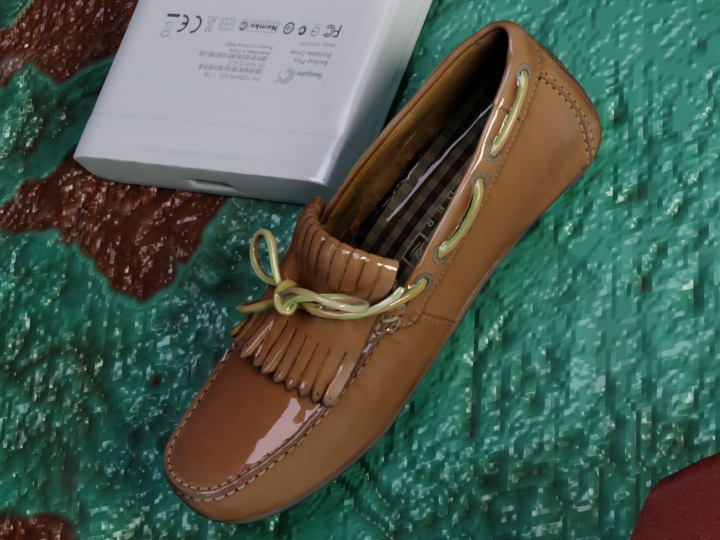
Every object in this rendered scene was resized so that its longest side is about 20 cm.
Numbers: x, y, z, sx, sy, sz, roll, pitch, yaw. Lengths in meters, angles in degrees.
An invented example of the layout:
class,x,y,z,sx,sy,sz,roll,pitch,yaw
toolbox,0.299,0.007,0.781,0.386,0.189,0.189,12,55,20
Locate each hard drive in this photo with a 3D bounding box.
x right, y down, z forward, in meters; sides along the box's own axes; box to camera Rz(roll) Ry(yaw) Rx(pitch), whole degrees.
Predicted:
class,x,y,z,sx,sy,sz,roll,pitch,yaw
hard drive,-0.024,-0.123,1.159,0.131,0.027,0.201,7,69,39

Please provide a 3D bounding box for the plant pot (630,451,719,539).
class,x,y,z,sx,sy,sz,roll,pitch,yaw
plant pot,0.156,0.143,0.764,0.176,0.199,0.201,3,65,50

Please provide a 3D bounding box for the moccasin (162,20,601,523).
class,x,y,z,sx,sy,sz,roll,pitch,yaw
moccasin,0.001,0.001,1.030,0.201,0.078,0.074,-46,47,3
